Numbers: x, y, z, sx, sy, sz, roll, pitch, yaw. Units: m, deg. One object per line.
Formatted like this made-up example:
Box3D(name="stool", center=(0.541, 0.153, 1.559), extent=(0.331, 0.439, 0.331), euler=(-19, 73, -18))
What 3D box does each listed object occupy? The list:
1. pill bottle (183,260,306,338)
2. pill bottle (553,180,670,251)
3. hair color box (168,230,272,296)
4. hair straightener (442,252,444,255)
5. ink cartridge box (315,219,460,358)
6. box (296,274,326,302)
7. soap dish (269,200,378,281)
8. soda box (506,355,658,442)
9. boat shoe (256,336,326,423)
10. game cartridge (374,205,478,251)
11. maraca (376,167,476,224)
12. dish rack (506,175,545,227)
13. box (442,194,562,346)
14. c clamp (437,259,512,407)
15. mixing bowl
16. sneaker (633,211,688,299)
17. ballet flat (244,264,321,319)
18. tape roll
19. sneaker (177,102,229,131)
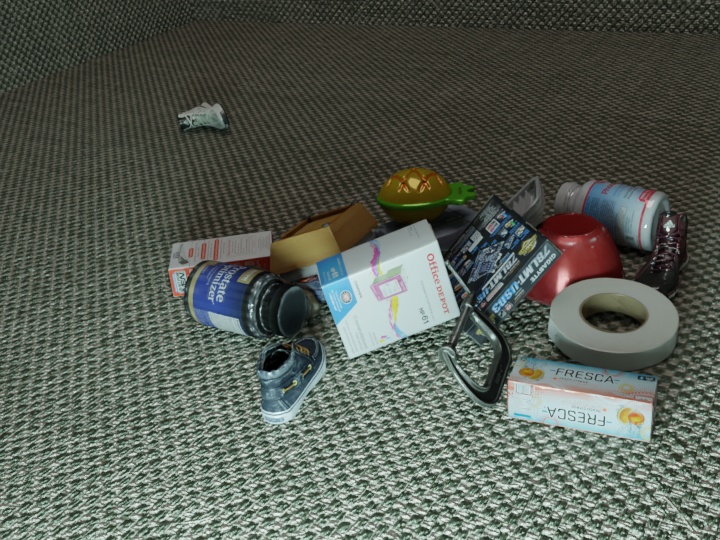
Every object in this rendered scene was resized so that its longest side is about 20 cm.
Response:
Box3D(name="pill bottle", center=(-0.193, 0.052, 1.509), extent=(0.196, 0.114, 0.112), euler=(10, 31, 29))
Box3D(name="pill bottle", center=(0.472, -0.109, 1.681), extent=(0.197, 0.111, 0.108), euler=(16, 34, 36))
Box3D(name="hair color box", center=(-0.262, -0.014, 1.704), extent=(0.195, 0.065, 0.111), euler=(-7, 28, -4))
Box3D(name="hair straightener", center=(0.112, 0.013, 1.612), extent=(0.198, 0.042, 0.076), euler=(-23, 32, -38))
Box3D(name="ink cartridge box", center=(0.045, 0.029, 1.420), extent=(0.196, 0.147, 0.085), euler=(-22, 28, 0))
Box3D(name="box", center=(0.000, 0.000, 1.597), extent=(0.198, 0.041, 0.136), euler=(-28, 15, -31))
Box3D(name="soap dish", center=(-0.070, -0.056, 1.663), extent=(0.155, 0.083, 0.200), euler=(-15, 13, 25))
Box3D(name="soda box", center=(0.303, 0.174, 1.222), extent=(0.196, 0.065, 0.068), euler=(7, 30, 23))
Box3D(name="boat shoe", center=(-0.101, 0.136, 1.349), extent=(0.069, 0.093, 0.201), euler=(1, 28, 14))
Box3D(name="game cartridge", center=(0.143, -0.081, 1.780), extent=(0.197, 0.041, 0.133), euler=(-20, 27, -25))
Box3D(name="maraca", center=(0.129, -0.148, 1.755), extent=(0.195, 0.109, 0.138), euler=(-3, 27, 5))
Box3D(name="dish rack", center=(0.265, -0.074, 1.621), extent=(0.200, 0.043, 0.172), euler=(-46, 7, 22))
Box3D(name="box", center=(0.212, -0.005, 1.477), extent=(0.201, 0.049, 0.199), euler=(-51, 31, 8))
Box3D(name="c clamp", center=(0.160, 0.102, 1.317), extent=(0.027, 0.171, 0.201), euler=(-35, 18, 34))
Box3D(name="mixing bowl", center=(0.365, -0.031, 1.557), extent=(0.195, 0.111, 0.201), euler=(-6, 27, 3))
Box3D(name="sneaker", center=(0.516, -0.037, 1.524), extent=(0.074, 0.118, 0.200), euler=(8, 30, 26))
Box3D(name="ballet flat", center=(-0.144, 0.038, 1.583), extent=(0.197, 0.069, 0.046), euler=(20, 22, 37))
Box3D(name="tape roll", center=(0.394, 0.080, 1.394), extent=(0.198, 0.038, 0.204), euler=(-3, 33, 2))
Box3D(name="sneaker", center=(-0.453, -0.424, 2.544), extent=(0.114, 0.077, 0.199), euler=(-29, 26, -22))
